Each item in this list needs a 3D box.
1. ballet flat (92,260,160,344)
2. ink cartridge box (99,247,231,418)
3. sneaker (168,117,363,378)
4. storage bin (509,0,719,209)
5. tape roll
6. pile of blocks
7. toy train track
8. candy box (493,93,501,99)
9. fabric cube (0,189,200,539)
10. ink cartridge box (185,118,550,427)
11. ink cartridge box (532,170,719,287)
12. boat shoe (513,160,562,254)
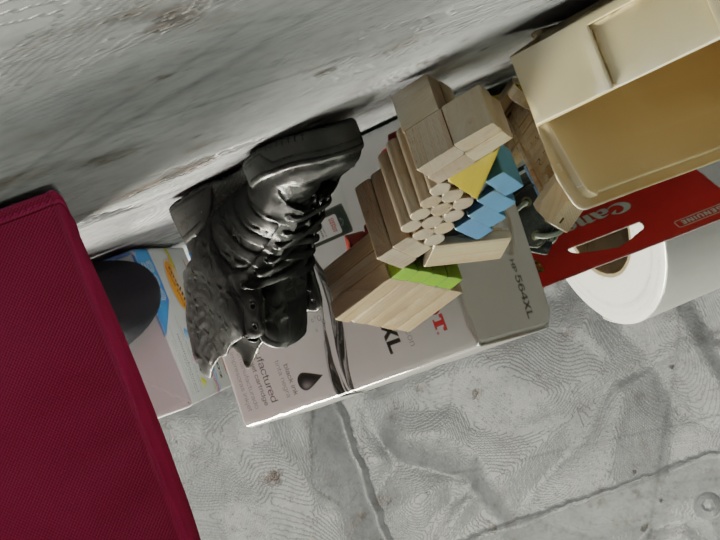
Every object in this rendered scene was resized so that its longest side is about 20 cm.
[{"bbox_3d":[-0.226,0.045,1.098,0.200,0.073,0.073,-19,179,-1],"label":"ballet flat"},{"bbox_3d":[-0.151,0.046,1.237,0.068,0.115,0.200,-21,179,6],"label":"ink cartridge box"},{"bbox_3d":[-0.046,-0.008,0.930,0.060,0.104,0.200,-20,178,-37],"label":"sneaker"},{"bbox_3d":[0.208,-0.116,0.796,0.198,0.094,0.200,-21,179,-36],"label":"storage bin"},{"bbox_3d":[0.274,-0.066,1.586,0.139,0.203,0.203,-20,178,-24],"label":"tape roll"},{"bbox_3d":[0.038,-0.043,0.899,0.082,0.062,0.200,-5,150,-22],"label":"pile of blocks"},{"bbox_3d":[0.090,-0.072,0.928,0.115,0.033,0.200,-56,-164,16],"label":"toy train track"},{"bbox_3d":[0.118,-0.108,1.134,0.102,0.026,0.200,-17,-178,39],"label":"candy box"},{"bbox_3d":[-0.194,0.097,0.801,0.200,0.199,0.196,-21,180,-8],"label":"fabric cube"},{"bbox_3d":[0.000,0.000,1.061,0.200,0.146,0.084,-23,173,39],"label":"ink cartridge box"},{"bbox_3d":[0.152,-0.064,1.253,0.200,0.044,0.174,-21,-149,-10],"label":"ink cartridge box"},{"bbox_3d":[0.103,-0.040,1.094,0.200,0.071,0.072,-36,170,22],"label":"boat shoe"}]
